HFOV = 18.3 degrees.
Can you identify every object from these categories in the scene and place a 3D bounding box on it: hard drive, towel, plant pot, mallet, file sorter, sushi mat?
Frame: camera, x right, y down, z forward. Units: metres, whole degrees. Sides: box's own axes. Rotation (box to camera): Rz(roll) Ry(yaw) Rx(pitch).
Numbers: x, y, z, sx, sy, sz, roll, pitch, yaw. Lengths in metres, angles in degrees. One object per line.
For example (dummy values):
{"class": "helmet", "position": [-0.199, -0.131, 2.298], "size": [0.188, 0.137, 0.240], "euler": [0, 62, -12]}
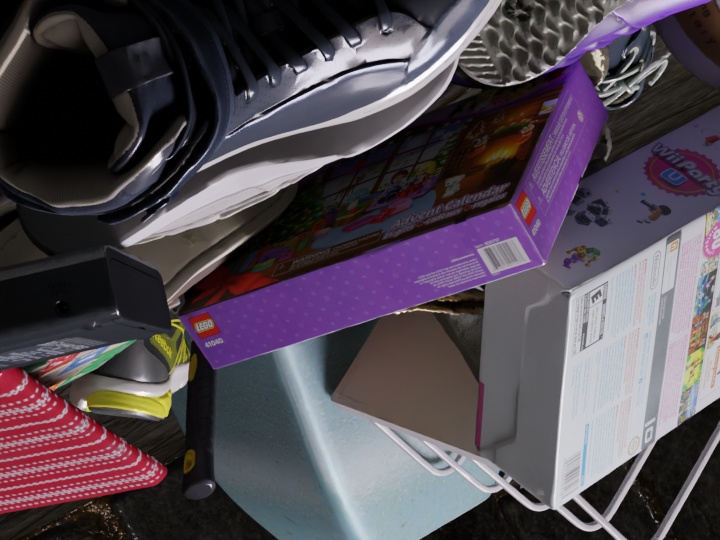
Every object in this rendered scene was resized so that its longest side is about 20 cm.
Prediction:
{"class": "hard drive", "position": [-0.187, 0.031, 0.921], "size": [0.199, 0.033, 0.140], "euler": [-13, 176, 3]}
{"class": "towel", "position": [-0.201, 0.086, 1.130], "size": [0.144, 0.023, 0.200], "euler": [-11, 157, 16]}
{"class": "plant pot", "position": [-0.009, 0.085, 1.533], "size": [0.195, 0.201, 0.196], "euler": [-28, -162, -31]}
{"class": "mallet", "position": [-0.088, 0.036, 1.176], "size": [0.041, 0.201, 0.066], "euler": [30, 139, -31]}
{"class": "file sorter", "position": [0.113, 0.075, 1.385], "size": [0.200, 0.125, 0.139], "euler": [17, -110, 49]}
{"class": "sushi mat", "position": [0.000, 0.000, 1.221], "size": [0.095, 0.012, 0.200], "euler": [2, -171, -25]}

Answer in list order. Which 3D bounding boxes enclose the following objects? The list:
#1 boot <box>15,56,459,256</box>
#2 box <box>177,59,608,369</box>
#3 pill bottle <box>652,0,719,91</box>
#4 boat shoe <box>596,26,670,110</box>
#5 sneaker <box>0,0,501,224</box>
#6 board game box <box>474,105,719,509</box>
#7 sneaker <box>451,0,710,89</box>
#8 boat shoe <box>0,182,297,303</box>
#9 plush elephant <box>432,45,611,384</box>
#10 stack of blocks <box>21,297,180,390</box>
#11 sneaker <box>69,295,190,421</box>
{"class": "boot", "position": [-0.047, -0.066, 0.943], "size": [0.199, 0.074, 0.096], "euler": [-22, -177, 11]}
{"class": "box", "position": [0.017, -0.028, 1.117], "size": [0.200, 0.039, 0.137], "euler": [-19, -154, 31]}
{"class": "pill bottle", "position": [0.249, -0.182, 1.159], "size": [0.114, 0.115, 0.200], "euler": [-25, 173, -44]}
{"class": "boat shoe", "position": [0.153, -0.135, 1.391], "size": [0.075, 0.062, 0.200], "euler": [-29, 175, 0]}
{"class": "sneaker", "position": [-0.037, -0.079, 0.750], "size": [0.202, 0.077, 0.146], "euler": [-29, 178, 5]}
{"class": "board game box", "position": [0.153, 0.012, 1.170], "size": [0.200, 0.064, 0.148], "euler": [-28, 137, -32]}
{"class": "sneaker", "position": [0.116, -0.145, 1.098], "size": [0.200, 0.070, 0.100], "euler": [-24, -179, -16]}
{"class": "boat shoe", "position": [-0.116, -0.008, 1.075], "size": [0.200, 0.072, 0.060], "euler": [-33, 176, -39]}
{"class": "plush elephant", "position": [0.098, -0.043, 1.282], "size": [0.155, 0.200, 0.165], "euler": [-30, 147, -16]}
{"class": "stack of blocks", "position": [-0.195, 0.046, 1.206], "size": [0.115, 0.059, 0.200], "euler": [-26, 174, -36]}
{"class": "sneaker", "position": [-0.130, 0.030, 1.341], "size": [0.074, 0.085, 0.200], "euler": [11, -169, -9]}
